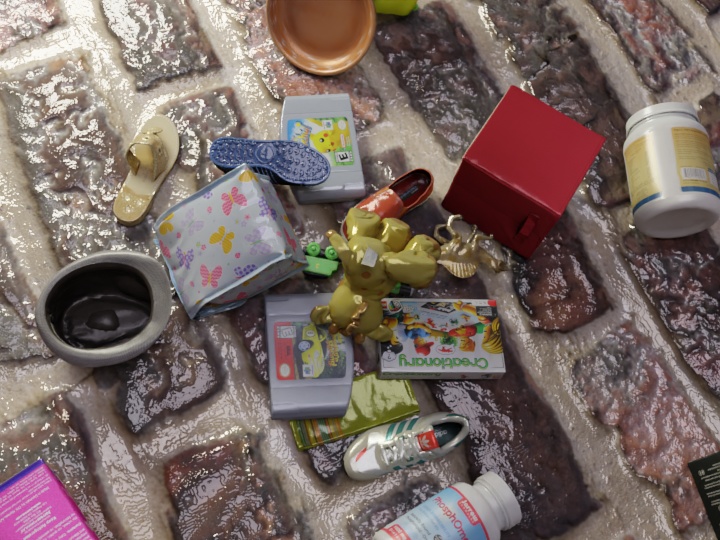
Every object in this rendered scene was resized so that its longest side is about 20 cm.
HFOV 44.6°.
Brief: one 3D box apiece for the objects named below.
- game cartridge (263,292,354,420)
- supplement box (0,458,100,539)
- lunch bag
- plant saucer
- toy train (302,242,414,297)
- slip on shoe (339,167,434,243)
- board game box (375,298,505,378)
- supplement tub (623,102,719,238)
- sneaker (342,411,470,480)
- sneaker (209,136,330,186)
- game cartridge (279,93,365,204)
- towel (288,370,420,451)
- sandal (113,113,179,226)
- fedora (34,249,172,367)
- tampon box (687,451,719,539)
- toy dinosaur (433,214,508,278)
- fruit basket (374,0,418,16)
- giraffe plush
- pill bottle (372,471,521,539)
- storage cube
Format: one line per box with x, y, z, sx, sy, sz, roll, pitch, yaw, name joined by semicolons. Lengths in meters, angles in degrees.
-0.078;0.127;1.345;0.132;0.041;0.201;0;63;-14;game cartridge
-0.406;0.366;1.167;0.103;0.101;0.200;-33;77;-20;supplement box
-0.206;-0.039;1.350;0.199;0.127;0.170;-29;75;10;lunch bag
-0.065;-0.440;1.519;0.200;0.201;0.037;28;33;3;plant saucer
0.000;0.000;1.409;0.199;0.042;0.057;12;81;1;toy train
0.045;-0.107;1.456;0.200;0.061;0.074;-37;80;-19;slip on shoe
0.123;0.108;1.388;0.199;0.035;0.127;1;62;-9;board game box
0.533;-0.172;1.515;0.144;0.145;0.201;2;68;-8;supplement tub
0.071;0.252;1.290;0.199;0.093;0.071;-15;80;-16;sneaker
-0.143;-0.175;1.430;0.199;0.078;0.070;12;84;4;sneaker
-0.070;-0.210;1.493;0.133;0.041;0.201;-7;69;-8;game cartridge
-0.013;0.206;1.341;0.199;0.018;0.086;-14;72;-15;towel
-0.345;-0.178;1.415;0.077;0.070;0.213;15;66;-3;sandal
-0.371;0.065;1.301;0.199;0.090;0.178;-15;69;-8;fedora
0.622;0.358;1.323;0.149;0.126;0.201;-12;71;-13;tampon box
0.152;-0.035;1.445;0.199;0.058;0.102;0;69;-9;toy dinosaur
0.017;-0.539;1.579;0.215;0.216;0.156;-21;70;-17;fruit basket
0.013;0.023;1.322;0.172;0.163;0.200;29;28;15;giraffe plush
0.125;0.371;1.246;0.199;0.109;0.109;-28;75;-19;pill bottle
0.265;-0.161;1.454;0.179;0.171;0.200;31;67;6;storage cube
